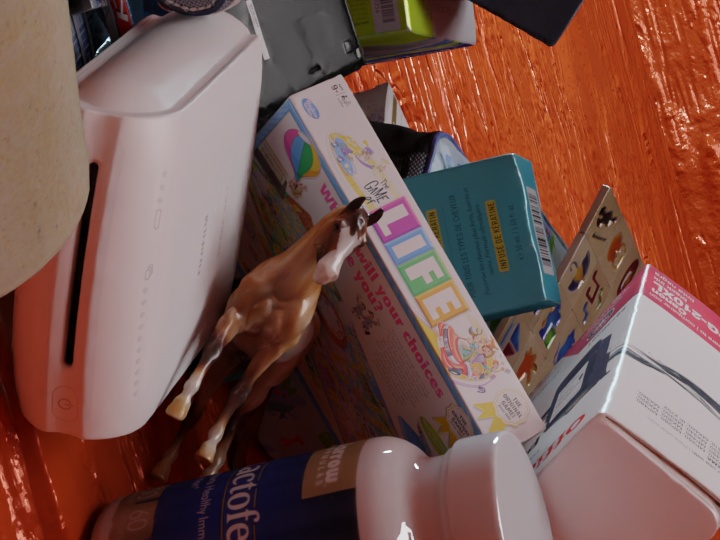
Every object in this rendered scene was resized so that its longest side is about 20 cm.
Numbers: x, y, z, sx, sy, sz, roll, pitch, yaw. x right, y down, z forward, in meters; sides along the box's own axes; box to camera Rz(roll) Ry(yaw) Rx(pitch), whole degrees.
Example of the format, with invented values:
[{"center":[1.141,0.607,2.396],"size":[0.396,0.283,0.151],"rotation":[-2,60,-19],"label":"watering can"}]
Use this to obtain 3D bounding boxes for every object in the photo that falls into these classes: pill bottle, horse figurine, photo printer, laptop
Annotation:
[{"center":[-0.016,0.141,1.204],"size":[0.116,0.199,0.116],"rotation":[-14,90,-75],"label":"pill bottle"},{"center":[-0.051,0.042,1.264],"size":[0.133,0.050,0.200],"rotation":[-58,175,-19],"label":"horse figurine"},{"center":[-0.103,-0.022,1.193],"size":[0.200,0.069,0.167],"rotation":[-57,157,-70],"label":"photo printer"},{"center":[-0.075,-0.178,1.401],"size":[0.200,0.103,0.178],"rotation":[-31,107,-46],"label":"laptop"}]

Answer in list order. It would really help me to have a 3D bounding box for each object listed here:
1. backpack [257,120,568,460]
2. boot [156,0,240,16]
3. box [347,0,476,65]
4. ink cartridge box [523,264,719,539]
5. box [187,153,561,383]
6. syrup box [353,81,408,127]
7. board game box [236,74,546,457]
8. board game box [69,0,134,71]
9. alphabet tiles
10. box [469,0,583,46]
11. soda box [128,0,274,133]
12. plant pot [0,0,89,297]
[{"center":[0.028,0.033,1.494],"size":[0.183,0.147,0.200],"rotation":[45,61,-59],"label":"backpack"},{"center":[-0.116,-0.159,1.151],"size":[0.200,0.073,0.091],"rotation":[49,35,-42],"label":"boot"},{"center":[-0.002,-0.160,1.665],"size":[0.200,0.122,0.048],"rotation":[-7,89,-74],"label":"box"},{"center":[0.121,0.104,1.320],"size":[0.084,0.145,0.200],"rotation":[38,24,-3],"label":"ink cartridge box"},{"center":[0.000,0.000,1.385],"size":[0.049,0.199,0.083],"rotation":[12,65,-75],"label":"box"},{"center":[0.014,-0.017,1.684],"size":[0.082,0.079,0.200],"rotation":[-86,157,-47],"label":"syrup box"},{"center":[0.002,0.020,1.295],"size":[0.200,0.034,0.134],"rotation":[61,-30,8],"label":"board game box"},{"center":[-0.159,-0.168,1.231],"size":[0.200,0.062,0.200],"rotation":[-69,142,-63],"label":"board game box"},{"center":[0.108,0.057,1.486],"size":[0.200,0.008,0.167],"rotation":[-61,151,-18],"label":"alphabet tiles"},{"center":[0.040,-0.258,1.632],"size":[0.200,0.118,0.197],"rotation":[27,11,-29],"label":"box"},{"center":[-0.067,-0.114,1.507],"size":[0.200,0.064,0.068],"rotation":[52,28,-57],"label":"soda box"},{"center":[-0.178,-0.087,0.897],"size":[0.201,0.200,0.184],"rotation":[-85,168,-50],"label":"plant pot"}]
